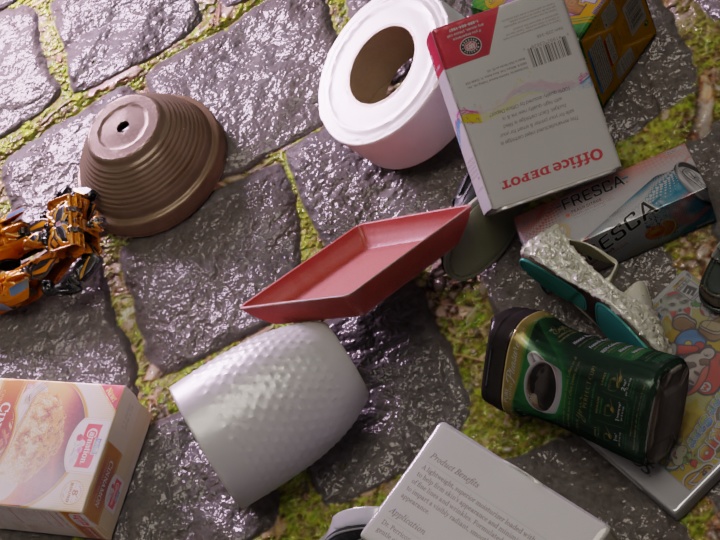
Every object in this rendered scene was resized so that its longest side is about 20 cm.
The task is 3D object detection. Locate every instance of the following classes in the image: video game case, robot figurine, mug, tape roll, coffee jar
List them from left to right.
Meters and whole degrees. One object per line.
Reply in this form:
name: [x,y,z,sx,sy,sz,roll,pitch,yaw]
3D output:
robot figurine: [-0.391,-0.023,1.951,0.199,0.058,0.146,-25,58,25]
mug: [-0.094,0.128,1.694,0.174,0.148,0.200,-32,27,-5]
tape roll: [0.046,-0.222,1.859,0.201,0.071,0.204,-22,54,35]
coffee jar: [0.211,0.107,1.556,0.199,0.105,0.085,20,23,33]
video game case: [0.314,0.117,1.582,0.200,0.023,0.182,-43,52,-8]

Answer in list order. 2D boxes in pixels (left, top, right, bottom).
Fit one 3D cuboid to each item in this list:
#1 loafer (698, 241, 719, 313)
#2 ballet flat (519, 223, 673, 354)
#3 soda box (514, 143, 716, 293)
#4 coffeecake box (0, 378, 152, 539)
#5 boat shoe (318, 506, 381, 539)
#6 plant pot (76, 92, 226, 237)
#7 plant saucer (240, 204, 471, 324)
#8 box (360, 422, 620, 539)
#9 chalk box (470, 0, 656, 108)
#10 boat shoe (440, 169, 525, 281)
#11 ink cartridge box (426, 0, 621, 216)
loafer: [0.407,-0.043,1.608,0.200,0.063,0.072,-42,53,-16]
ballet flat: [0.244,0.021,1.602,0.072,0.072,0.200,-45,65,-9]
soda box: [0.266,-0.054,1.693,0.198,0.064,0.069,-24,51,9]
coffeecake box: [-0.351,0.206,1.791,0.198,0.073,0.155,1,58,24]
boat shoe: [-0.017,0.284,1.536,0.200,0.071,0.068,-42,35,48]
plant pot: [-0.272,-0.149,1.983,0.199,0.093,0.203,-13,54,17]
plant saucer: [0.000,0.000,1.715,0.199,0.037,0.199,-36,16,-35]
box: [0.137,0.269,1.447,0.198,0.200,0.131,29,75,36]
chalk box: [0.212,-0.291,1.839,0.199,0.125,0.124,24,70,36]
boat shoe: [0.136,-0.081,1.768,0.066,0.074,0.201,16,79,56]
ink cartridge box: [0.168,-0.174,1.692,0.146,0.086,0.202,-18,89,-4]
